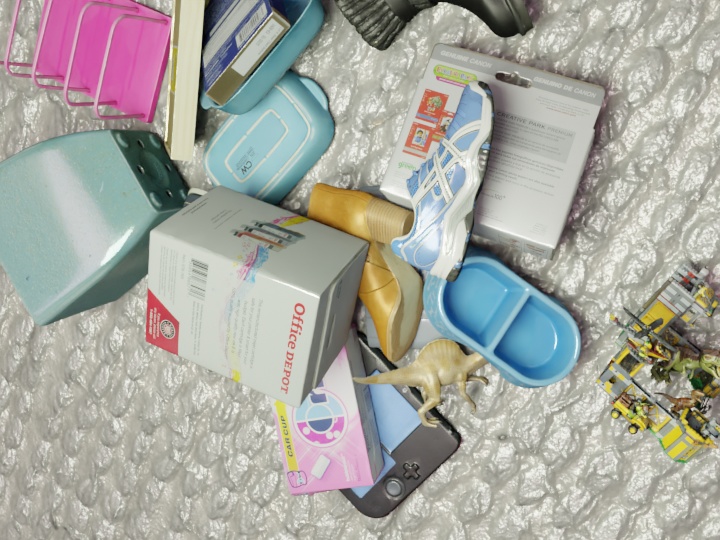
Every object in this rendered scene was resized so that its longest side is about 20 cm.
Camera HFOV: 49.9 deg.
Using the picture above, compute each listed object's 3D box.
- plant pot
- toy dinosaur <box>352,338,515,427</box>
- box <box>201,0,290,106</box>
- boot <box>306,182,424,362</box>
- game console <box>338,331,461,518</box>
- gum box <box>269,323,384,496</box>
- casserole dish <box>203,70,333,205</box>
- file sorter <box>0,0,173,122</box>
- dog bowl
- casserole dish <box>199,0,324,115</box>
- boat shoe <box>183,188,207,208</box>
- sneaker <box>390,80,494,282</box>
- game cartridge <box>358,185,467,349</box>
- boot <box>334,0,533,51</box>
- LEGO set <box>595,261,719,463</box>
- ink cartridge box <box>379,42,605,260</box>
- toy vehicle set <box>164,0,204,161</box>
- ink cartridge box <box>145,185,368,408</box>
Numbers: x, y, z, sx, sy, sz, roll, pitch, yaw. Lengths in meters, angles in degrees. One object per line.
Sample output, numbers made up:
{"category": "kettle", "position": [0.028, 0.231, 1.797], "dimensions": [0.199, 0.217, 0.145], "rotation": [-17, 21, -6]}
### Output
{"category": "plant pot", "position": [-0.334, -0.079, 0.993], "dimensions": [0.198, 0.196, 0.198], "rotation": [-30, 91, 15]}
{"category": "toy dinosaur", "position": [0.086, 0.131, 0.935], "dimensions": [0.196, 0.058, 0.103], "rotation": [-11, 114, -7]}
{"category": "box", "position": [-0.143, -0.294, 0.903], "dimensions": [0.121, 0.032, 0.202], "rotation": [-42, 41, 23]}
{"category": "boot", "position": [0.000, 0.000, 0.921], "dimensions": [0.142, 0.070, 0.204], "rotation": [17, 121, 32]}
{"category": "game console", "position": [0.007, 0.206, 1.010], "dimensions": [0.200, 0.031, 0.177], "rotation": [45, 112, 5]}
{"category": "gum box", "position": [-0.046, 0.179, 0.975], "dimensions": [0.112, 0.066, 0.204], "rotation": [-11, 94, 16]}
{"category": "casserole dish", "position": [-0.123, -0.156, 0.966], "dimensions": [0.200, 0.039, 0.122], "rotation": [-43, 85, 23]}
{"category": "file sorter", "position": [-0.364, -0.290, 0.985], "dimensions": [0.198, 0.125, 0.141], "rotation": [25, 109, 13]}
{"category": "dog bowl", "position": [0.165, 0.056, 0.879], "dimensions": [0.199, 0.050, 0.112], "rotation": [35, 90, -3]}
{"category": "casserole dish", "position": [-0.112, -0.261, 0.909], "dimensions": [0.200, 0.122, 0.039], "rotation": [-46, 129, 10]}
{"category": "boat shoe", "position": [-0.149, -0.024, 0.979], "dimensions": [0.199, 0.075, 0.062], "rotation": [40, 75, -9]}
{"category": "sneaker", "position": [0.086, -0.095, 0.771], "dimensions": [0.076, 0.076, 0.203], "rotation": [14, 84, 9]}
{"category": "game cartridge", "position": [0.067, -0.003, 0.941], "dimensions": [0.131, 0.041, 0.204], "rotation": [0, 102, 24]}
{"category": "boot", "position": [0.073, -0.294, 0.848], "dimensions": [0.158, 0.079, 0.212], "rotation": [-42, 75, 16]}
{"category": "LEGO set", "position": [0.333, 0.082, 0.781], "dimensions": [0.154, 0.199, 0.117], "rotation": [47, 131, 19]}
{"category": "ink cartridge box", "position": [0.146, -0.130, 0.846], "dimensions": [0.197, 0.084, 0.178], "rotation": [20, 87, 14]}
{"category": "toy vehicle set", "position": [-0.217, -0.244, 0.947], "dimensions": [0.026, 0.124, 0.204], "rotation": [2, 106, -19]}
{"category": "ink cartridge box", "position": [-0.112, 0.024, 0.850], "dimensions": [0.197, 0.145, 0.147], "rotation": [22, 121, 13]}
